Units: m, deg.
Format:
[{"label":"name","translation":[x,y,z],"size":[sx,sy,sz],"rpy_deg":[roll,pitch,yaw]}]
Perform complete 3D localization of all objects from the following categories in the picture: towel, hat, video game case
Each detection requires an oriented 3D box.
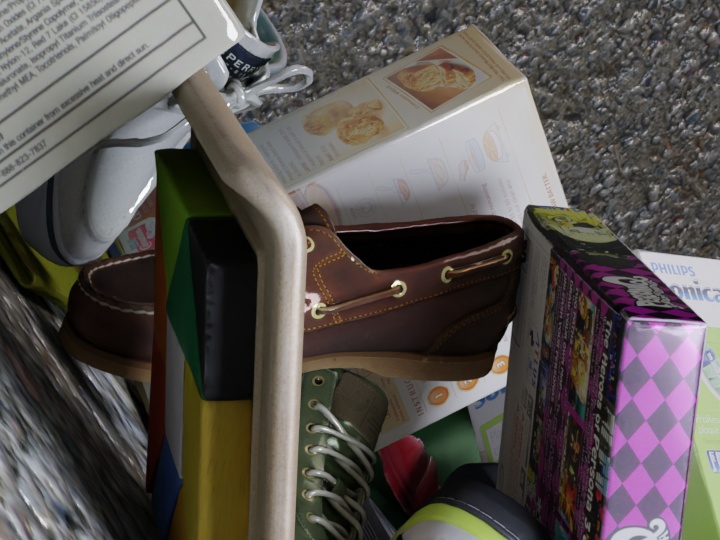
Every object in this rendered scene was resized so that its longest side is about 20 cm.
[{"label":"towel","translation":[-0.133,-0.010,0.880],"size":[0.086,0.018,0.200],"rpy_deg":[54,0,14]},{"label":"hat","translation":[0.003,0.145,1.129],"size":[0.176,0.165,0.201],"rpy_deg":[-25,112,-55]},{"label":"video game case","translation":[0.088,0.090,0.803],"size":[0.181,0.036,0.201],"rpy_deg":[-116,-151,-75]}]

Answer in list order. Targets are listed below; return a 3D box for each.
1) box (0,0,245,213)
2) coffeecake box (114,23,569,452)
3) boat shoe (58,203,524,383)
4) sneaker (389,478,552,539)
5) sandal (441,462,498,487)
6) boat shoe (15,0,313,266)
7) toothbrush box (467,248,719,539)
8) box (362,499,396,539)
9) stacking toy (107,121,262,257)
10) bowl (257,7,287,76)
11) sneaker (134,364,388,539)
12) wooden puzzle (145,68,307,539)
[{"label":"box","translation":[-0.149,-0.127,0.641],"size":[0.200,0.128,0.109],"rpy_deg":[55,0,-21]},{"label":"coffeecake box","translation":[0.000,0.000,0.957],"size":[0.154,0.199,0.073],"rpy_deg":[68,-7,-33]},{"label":"boat shoe","translation":[-0.024,0.004,0.815],"size":[0.070,0.199,0.071],"rpy_deg":[49,-48,46]},{"label":"sneaker","translation":[0.016,0.155,0.807],"size":[0.072,0.083,0.200],"rpy_deg":[30,-34,11]},{"label":"sandal","translation":[0.084,0.183,0.992],"size":[0.043,0.076,0.200],"rpy_deg":[1,40,-38]},{"label":"boat shoe","translation":[-0.061,-0.085,0.762],"size":[0.086,0.203,0.075],"rpy_deg":[26,7,22]},{"label":"toothbrush box","translation":[0.145,0.111,1.027],"size":[0.086,0.145,0.201],"rpy_deg":[7,62,-39]},{"label":"box","translation":[0.053,0.226,1.003],"size":[0.159,0.048,0.200],"rpy_deg":[53,1,-37]},{"label":"stacking toy","translation":[-0.054,0.024,1.175],"size":[0.110,0.116,0.200],"rpy_deg":[53,-4,47]},{"label":"bowl","translation":[-0.141,-0.121,0.897],"size":[0.201,0.105,0.201],"rpy_deg":[40,14,-12]},{"label":"sneaker","translation":[-0.027,0.076,0.825],"size":[0.067,0.090,0.200],"rpy_deg":[57,-1,-37]},{"label":"wooden puzzle","translation":[-0.047,0.043,0.646],"size":[0.185,0.037,0.201],"rpy_deg":[-126,-148,-69]}]
